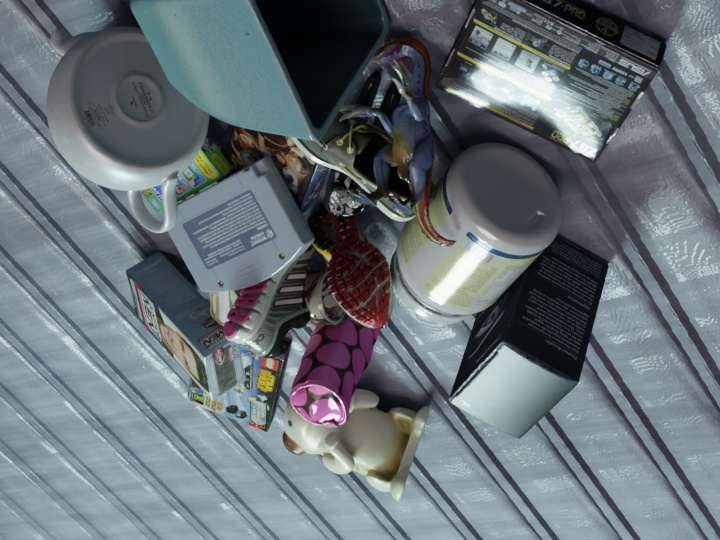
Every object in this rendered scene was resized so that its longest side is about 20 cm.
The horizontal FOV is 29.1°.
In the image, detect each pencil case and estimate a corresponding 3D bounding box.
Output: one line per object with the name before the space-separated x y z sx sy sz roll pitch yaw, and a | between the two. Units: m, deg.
pencil case | -0.029 0.124 1.839 0.090 0.200 0.094 -4 122 22
pencil case | -0.104 0.039 1.868 0.199 0.089 0.078 -7 102 36

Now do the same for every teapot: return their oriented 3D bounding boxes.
teapot | -0.276 -0.171 1.597 0.197 0.201 0.146 22 157 -23

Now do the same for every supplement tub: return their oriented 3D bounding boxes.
supplement tub | 0.129 -0.039 1.621 0.145 0.145 0.200 29 141 -8

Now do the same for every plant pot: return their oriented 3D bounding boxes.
plant pot | -0.119 -0.272 1.452 0.199 0.196 0.197 6 139 32

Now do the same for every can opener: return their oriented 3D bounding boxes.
can opener | 0.000 -0.145 1.626 0.063 0.079 0.201 13 129 -1

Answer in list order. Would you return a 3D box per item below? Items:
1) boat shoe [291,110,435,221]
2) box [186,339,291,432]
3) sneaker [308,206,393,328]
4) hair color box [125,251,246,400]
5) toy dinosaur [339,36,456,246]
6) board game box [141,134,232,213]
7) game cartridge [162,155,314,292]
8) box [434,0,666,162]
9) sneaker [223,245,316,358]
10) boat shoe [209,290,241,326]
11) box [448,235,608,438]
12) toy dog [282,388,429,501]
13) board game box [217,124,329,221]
boat shoe | 0.000 -0.135 1.550 0.201 0.072 0.060 39 156 -11
box | -0.183 0.152 2.069 0.136 0.040 0.200 21 141 4
sneaker | 0.000 0.000 1.716 0.078 0.200 0.082 -29 133 6
hair color box | -0.241 0.075 1.916 0.200 0.060 0.099 42 152 33
toy dinosaur | 0.046 -0.154 1.511 0.105 0.182 0.200 8 158 39
board game box | -0.265 -0.177 1.714 0.134 0.029 0.200 -23 111 42
game cartridge | -0.148 -0.048 1.701 0.199 0.041 0.134 -22 96 41
box | 0.197 -0.216 1.466 0.199 0.049 0.161 25 140 -1
sneaker | -0.096 0.030 1.766 0.074 0.200 0.087 -11 132 47
boat shoe | -0.171 -0.016 1.803 0.068 0.075 0.201 10 107 34
box | 0.203 0.075 1.670 0.104 0.201 0.148 28 141 -7
toy dog | -0.014 0.230 2.025 0.199 0.140 0.194 20 177 1
board game box | -0.103 -0.136 1.669 0.135 0.035 0.200 43 143 14
